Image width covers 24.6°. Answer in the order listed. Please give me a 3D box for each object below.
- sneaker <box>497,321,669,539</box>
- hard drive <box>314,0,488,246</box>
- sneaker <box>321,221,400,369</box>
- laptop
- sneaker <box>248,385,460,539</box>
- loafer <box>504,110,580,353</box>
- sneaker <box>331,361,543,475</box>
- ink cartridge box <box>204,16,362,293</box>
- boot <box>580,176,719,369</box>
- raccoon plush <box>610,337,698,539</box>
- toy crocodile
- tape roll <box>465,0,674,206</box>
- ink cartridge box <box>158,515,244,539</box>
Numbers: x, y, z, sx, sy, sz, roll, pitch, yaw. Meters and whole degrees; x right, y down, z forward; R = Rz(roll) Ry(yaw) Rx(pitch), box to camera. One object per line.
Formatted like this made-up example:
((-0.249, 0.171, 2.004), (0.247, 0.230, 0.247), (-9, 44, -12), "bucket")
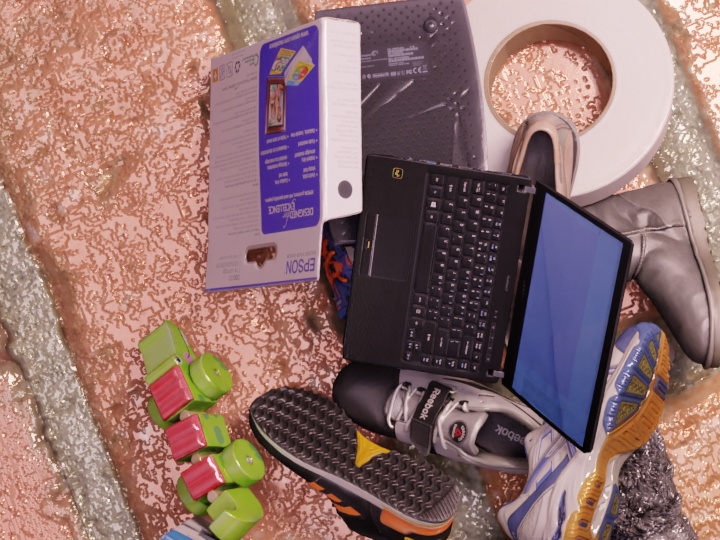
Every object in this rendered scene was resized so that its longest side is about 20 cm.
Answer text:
((0.168, 0.124, 1.271), (0.088, 0.075, 0.200), (13, 68, 42), "sneaker")
((0.032, -0.117, 1.318), (0.135, 0.042, 0.200), (-6, 73, 4), "hard drive")
((0.000, 0.000, 1.351), (0.200, 0.075, 0.078), (44, 76, 7), "sneaker")
((0.087, 0.024, 1.229), (0.200, 0.103, 0.178), (9, 114, 3), "laptop")
((-0.014, 0.176, 1.358), (0.200, 0.070, 0.090), (28, 134, 22), "sneaker")
((0.131, -0.023, 1.285), (0.072, 0.063, 0.200), (6, 99, 13), "loafer")
((0.072, 0.117, 1.347), (0.200, 0.089, 0.074), (15, 91, 5), "sneaker")
((-0.064, -0.084, 1.307), (0.043, 0.198, 0.200), (4, 85, -31), "ink cartridge box")
((0.184, 0.008, 1.341), (0.200, 0.073, 0.182), (-7, 61, -4), "boot")
((0.252, 0.168, 1.338), (0.134, 0.097, 0.200), (29, 90, -5), "raccoon plush")
((-0.134, 0.132, 1.348), (0.067, 0.062, 0.200), (-33, 66, 22), "toy crocodile")
((0.155, -0.148, 1.352), (0.202, 0.037, 0.203), (-2, 75, 7), "tape roll")
((-0.100, 0.267, 1.294), (0.146, 0.200, 0.086), (29, 89, 3), "ink cartridge box")
